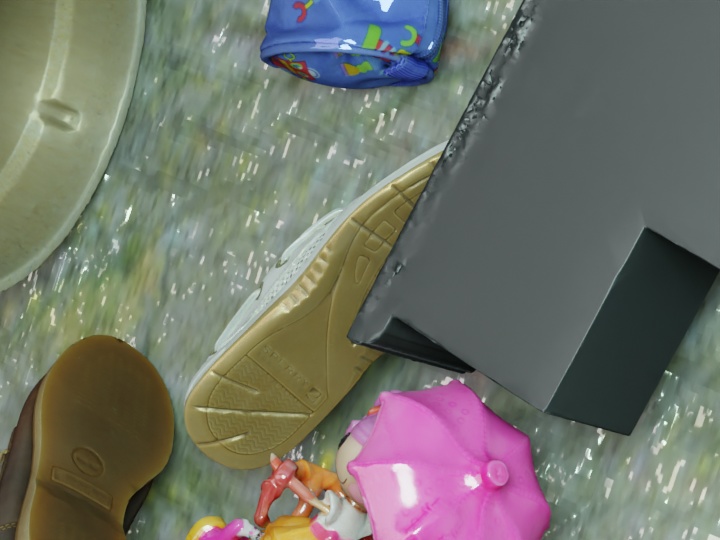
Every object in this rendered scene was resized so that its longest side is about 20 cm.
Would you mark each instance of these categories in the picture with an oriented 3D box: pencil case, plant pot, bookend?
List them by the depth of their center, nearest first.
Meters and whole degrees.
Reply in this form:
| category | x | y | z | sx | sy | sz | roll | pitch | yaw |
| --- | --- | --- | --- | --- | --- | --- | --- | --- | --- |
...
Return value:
| category | x | y | z | sx | sy | sz | roll | pitch | yaw |
| --- | --- | --- | --- | --- | --- | --- | --- | --- | --- |
| bookend | 0.132 | -0.010 | 1.135 | 0.200 | 0.092 | 0.199 | 32 | 98 | 33 |
| pencil case | 0.011 | -0.179 | 1.272 | 0.087 | 0.078 | 0.201 | 9 | 89 | 35 |
| plant pot | -0.228 | -0.111 | 1.338 | 0.183 | 0.200 | 0.201 | 19 | 95 | 22 |

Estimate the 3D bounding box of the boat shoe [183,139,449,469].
| category | x | y | z | sx | sy | sz | roll | pitch | yaw |
| --- | --- | --- | --- | --- | --- | --- | --- | --- | --- |
| boat shoe | 0.000 | 0.000 | 1.260 | 0.200 | 0.071 | 0.069 | -39 | 21 | 9 |

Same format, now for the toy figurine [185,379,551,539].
| category | x | y | z | sx | sy | sz | roll | pitch | yaw |
| --- | --- | --- | --- | --- | --- | --- | --- | --- | --- |
| toy figurine | -0.003 | 0.121 | 1.212 | 0.184 | 0.150 | 0.200 | -51 | 30 | 14 |

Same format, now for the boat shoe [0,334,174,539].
| category | x | y | z | sx | sy | sz | roll | pitch | yaw |
| --- | --- | --- | --- | --- | --- | --- | --- | --- | --- |
| boat shoe | -0.136 | 0.104 | 1.293 | 0.070 | 0.200 | 0.070 | 36 | 119 | -12 |
